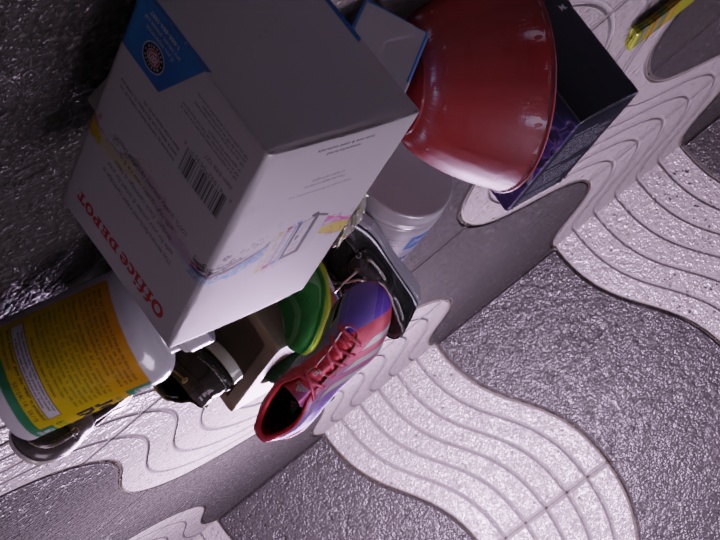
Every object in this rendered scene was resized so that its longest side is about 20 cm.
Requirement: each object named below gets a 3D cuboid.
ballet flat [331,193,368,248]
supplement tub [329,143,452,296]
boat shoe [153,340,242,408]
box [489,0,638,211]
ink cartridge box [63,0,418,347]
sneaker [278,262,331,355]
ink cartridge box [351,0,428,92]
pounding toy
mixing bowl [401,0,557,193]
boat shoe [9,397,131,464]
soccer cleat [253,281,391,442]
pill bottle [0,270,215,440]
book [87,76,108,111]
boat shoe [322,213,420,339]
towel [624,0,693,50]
[{"bbox_3d":[-0.036,-0.084,1.002,0.201,0.074,0.065,64,41,-54],"label":"ballet flat"},{"bbox_3d":[0.007,-0.061,1.396,0.131,0.133,0.200,-27,166,-36],"label":"supplement tub"},{"bbox_3d":[-0.194,0.107,1.313,0.061,0.072,0.200,-44,-162,-22],"label":"boat shoe"},{"bbox_3d":[0.202,-0.192,1.426,0.103,0.149,0.200,-28,164,-31],"label":"box"},{"bbox_3d":[-0.089,-0.079,0.849,0.144,0.148,0.201,-22,156,-43],"label":"ink cartridge box"},{"bbox_3d":[-0.081,-0.015,1.221,0.082,0.204,0.074,-7,176,-26],"label":"sneaker"},{"bbox_3d":[-0.016,-0.130,1.110,0.117,0.067,0.200,-68,-173,-32],"label":"ink cartridge box"},{"bbox_3d":[-0.101,0.054,1.354,0.141,0.201,0.184,-27,165,-37],"label":"pounding toy"},{"bbox_3d":[0.088,-0.174,1.138,0.107,0.203,0.201,-2,154,-22],"label":"mixing bowl"},{"bbox_3d":[-0.284,0.130,1.243,0.057,0.067,0.200,-53,174,23],"label":"boat shoe"},{"bbox_3d":[-0.038,0.097,1.244,0.201,0.067,0.076,-50,175,21],"label":"soccer cleat"},{"bbox_3d":[-0.239,0.067,1.128,0.197,0.114,0.113,-24,168,0],"label":"pill bottle"},{"bbox_3d":[-0.105,-0.155,0.948,0.133,0.048,0.199,-43,164,17],"label":"book"},{"bbox_3d":[0.000,0.000,1.307,0.071,0.200,0.072,-19,-138,36],"label":"boat shoe"},{"bbox_3d":[0.459,-0.387,1.743,0.199,0.018,0.086,-38,174,-1],"label":"towel"}]
